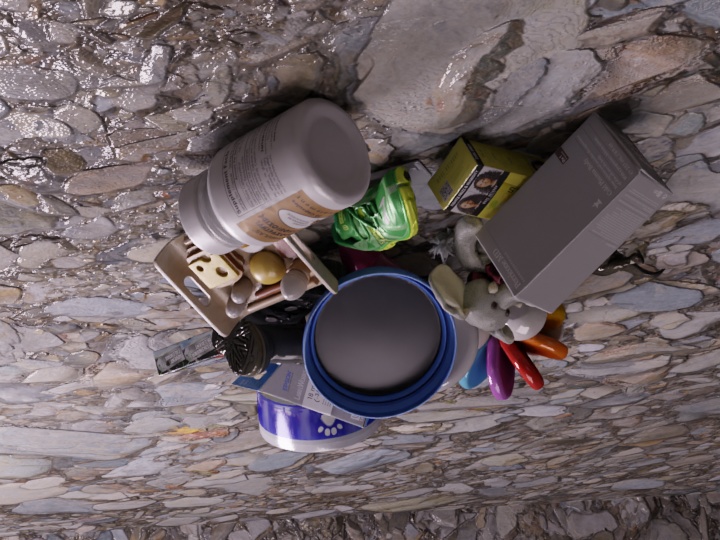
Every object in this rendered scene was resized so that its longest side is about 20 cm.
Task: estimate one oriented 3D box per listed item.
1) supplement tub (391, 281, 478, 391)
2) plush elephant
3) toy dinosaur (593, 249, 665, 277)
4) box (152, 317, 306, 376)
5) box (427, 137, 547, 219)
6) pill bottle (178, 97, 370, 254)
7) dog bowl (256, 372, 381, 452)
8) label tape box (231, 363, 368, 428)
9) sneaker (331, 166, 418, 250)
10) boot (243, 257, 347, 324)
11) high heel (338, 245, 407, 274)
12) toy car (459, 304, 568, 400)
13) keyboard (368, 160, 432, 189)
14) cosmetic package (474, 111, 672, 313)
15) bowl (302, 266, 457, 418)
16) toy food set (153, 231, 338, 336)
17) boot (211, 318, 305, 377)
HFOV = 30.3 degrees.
[{"bbox_3d":[0.086,0.089,1.840,0.143,0.148,0.200,-7,180,0],"label":"supplement tub"},{"bbox_3d":[0.170,0.003,1.669,0.198,0.157,0.164,-23,155,37],"label":"plush elephant"},{"bbox_3d":[0.323,-0.020,1.819,0.197,0.078,0.102,-4,173,-23],"label":"toy dinosaur"},{"bbox_3d":[-0.184,0.105,1.923,0.136,0.040,0.199,-21,173,33],"label":"box"},{"bbox_3d":[0.176,-0.095,1.532,0.198,0.050,0.076,10,129,-39],"label":"box"},{"bbox_3d":[-0.095,-0.090,1.382,0.199,0.116,0.113,-23,155,38],"label":"pill bottle"},{"bbox_3d":[-0.067,0.210,2.122,0.197,0.080,0.200,-5,-161,2],"label":"dog bowl"},{"bbox_3d":[-0.066,0.145,1.889,0.197,0.064,0.144,18,-167,7],"label":"label tape box"},{"bbox_3d":[0.014,-0.060,1.535,0.082,0.075,0.200,-9,166,-17],"label":"sneaker"},{"bbox_3d":[-0.124,0.022,1.776,0.163,0.067,0.200,15,164,-20],"label":"boot"},{"bbox_3d":[0.000,0.000,1.791,0.095,0.068,0.200,31,160,-4],"label":"high heel"},{"bbox_3d":[0.221,0.119,2.021,0.197,0.152,0.175,-14,160,19],"label":"toy car"},{"bbox_3d":[-0.015,-0.093,1.563,0.197,0.011,0.056,-14,164,18],"label":"keyboard"},{"bbox_3d":[0.235,-0.061,1.480,0.200,0.107,0.090,-46,141,17],"label":"cosmetic package"},{"bbox_3d":[0.024,0.090,1.693,0.197,0.204,0.039,-6,-159,-3],"label":"bowl"},{"bbox_3d":[-0.139,0.003,1.603,0.198,0.061,0.144,-22,122,36],"label":"toy food set"},{"bbox_3d":[-0.083,0.107,1.763,0.197,0.074,0.182,16,-169,-24],"label":"boot"}]
